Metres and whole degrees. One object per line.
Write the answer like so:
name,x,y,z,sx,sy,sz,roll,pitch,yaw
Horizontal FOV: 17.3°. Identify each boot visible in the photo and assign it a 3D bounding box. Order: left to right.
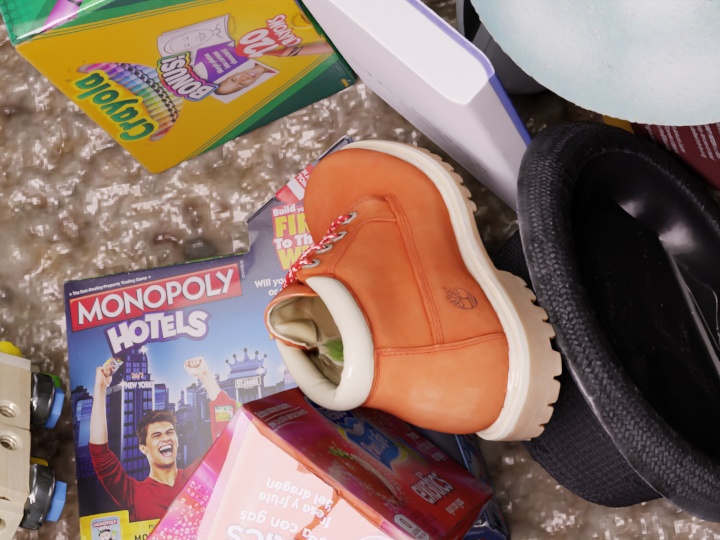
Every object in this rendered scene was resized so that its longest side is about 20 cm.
boot,0.000,0.000,1.033,0.200,0.107,0.075,-125,43,-52

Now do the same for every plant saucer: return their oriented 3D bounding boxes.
plant saucer,0.131,-0.160,0.964,0.201,0.039,0.201,-4,76,15

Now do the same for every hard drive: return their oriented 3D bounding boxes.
hard drive,0.027,-0.093,1.096,0.132,0.200,0.025,42,89,19

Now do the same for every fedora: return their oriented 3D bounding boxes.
fedora,0.115,0.035,1.085,0.092,0.200,0.201,-35,68,36

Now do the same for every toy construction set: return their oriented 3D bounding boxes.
toy construction set,-0.180,0.112,1.116,0.131,0.092,0.200,-60,39,34

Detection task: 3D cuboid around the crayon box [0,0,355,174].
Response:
crayon box,-0.087,-0.121,1.132,0.119,0.200,0.058,-24,71,7

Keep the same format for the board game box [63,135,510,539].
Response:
board game box,-0.039,0.044,1.153,0.200,0.062,0.200,-8,74,12

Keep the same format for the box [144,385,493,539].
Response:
box,-0.020,0.114,0.993,0.095,0.200,0.100,37,98,8

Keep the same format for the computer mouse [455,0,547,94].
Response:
computer mouse,0.094,-0.187,1.168,0.110,0.044,0.200,9,81,-27

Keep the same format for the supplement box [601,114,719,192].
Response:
supplement box,0.214,-0.098,1.053,0.200,0.197,0.133,33,86,20
